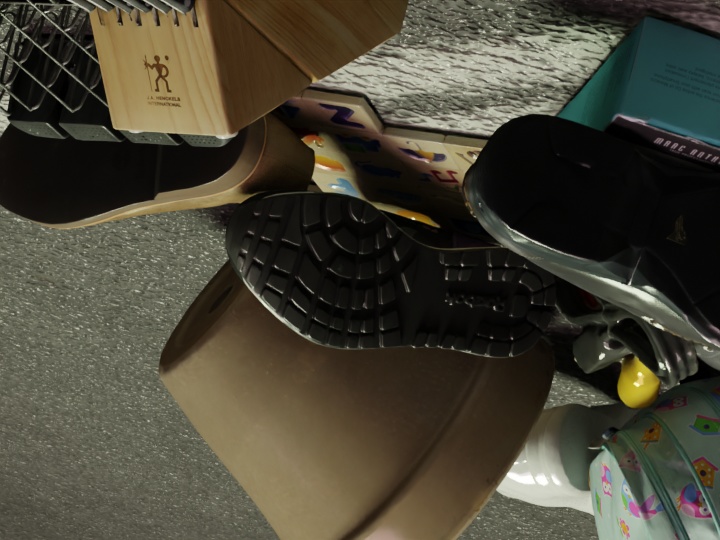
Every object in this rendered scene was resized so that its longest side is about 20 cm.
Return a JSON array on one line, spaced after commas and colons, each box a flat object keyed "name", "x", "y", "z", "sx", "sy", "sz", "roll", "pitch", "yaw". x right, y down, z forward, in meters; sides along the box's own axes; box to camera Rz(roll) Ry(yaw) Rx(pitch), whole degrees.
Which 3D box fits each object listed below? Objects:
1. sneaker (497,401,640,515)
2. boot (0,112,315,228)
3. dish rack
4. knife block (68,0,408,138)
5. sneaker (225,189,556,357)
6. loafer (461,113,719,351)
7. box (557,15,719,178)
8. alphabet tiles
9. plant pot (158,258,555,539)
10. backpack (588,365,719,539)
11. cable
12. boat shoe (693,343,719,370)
[{"name": "sneaker", "x": 0.124, "y": 0.116, "z": 1.708, "sx": 0.088, "sy": 0.076, "sz": 0.200, "roll": -9, "pitch": 165, "yaw": 27}, {"name": "boot", "x": -0.110, "y": -0.051, "z": 1.456, "sx": 0.199, "sy": 0.074, "sz": 0.075, "roll": -1, "pitch": 166, "yaw": 39}, {"name": "dish rack", "x": -0.152, "y": -0.120, "z": 1.324, "sx": 0.153, "sy": 0.055, "sz": 0.200, "roll": 4, "pitch": 157, "yaw": 34}, {"name": "knife block", "x": -0.066, "y": -0.152, "z": 1.152, "sx": 0.064, "sy": 0.177, "sz": 0.200, "roll": 6, "pitch": -155, "yaw": 33}, {"name": "sneaker", "x": 0.000, "y": 0.000, "z": 1.457, "sx": 0.199, "sy": 0.076, "sz": 0.087, "roll": 16, "pitch": -175, "yaw": -37}, {"name": "loafer", "x": 0.137, "y": -0.009, "z": 1.216, "sx": 0.199, "sy": 0.073, "sz": 0.072, "roll": 28, "pitch": 170, "yaw": -7}, {"name": "box", "x": 0.132, "y": -0.051, "z": 1.278, "sx": 0.082, "sy": 0.049, "sz": 0.200, "roll": 18, "pitch": 163, "yaw": -7}, {"name": "alphabet tiles", "x": -0.004, "y": -0.057, "z": 1.459, "sx": 0.199, "sy": 0.008, "sz": 0.167, "roll": 9, "pitch": 161, "yaw": 23}, {"name": "plant pot", "x": -0.015, "y": 0.067, "z": 1.600, "sx": 0.174, "sy": 0.201, "sz": 0.200, "roll": 41, "pitch": 157, "yaw": -12}, {"name": "backpack", "x": 0.196, "y": 0.136, "z": 1.547, "sx": 0.167, "sy": 0.126, "sz": 0.200, "roll": 59, "pitch": 171, "yaw": 10}, {"name": "cable", "x": 0.140, "y": 0.019, "z": 1.430, "sx": 0.050, "sy": 0.098, "sz": 0.200, "roll": -19, "pitch": 175, "yaw": -11}, {"name": "boat shoe", "x": 0.188, "y": 0.010, "z": 1.400, "sx": 0.066, "sy": 0.070, "sz": 0.200, "roll": 15, "pitch": 170, "yaw": 0}]
